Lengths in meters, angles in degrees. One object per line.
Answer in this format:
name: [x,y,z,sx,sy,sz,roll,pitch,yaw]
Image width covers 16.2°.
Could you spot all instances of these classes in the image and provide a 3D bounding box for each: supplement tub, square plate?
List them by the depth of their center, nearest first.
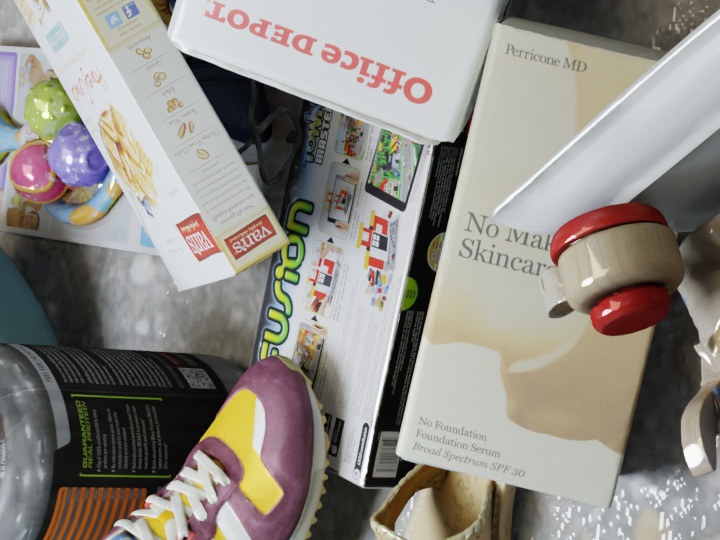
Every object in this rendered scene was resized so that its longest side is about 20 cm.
square plate: [0.179,-0.067,0.972,0.200,0.198,0.029,-41,64,39]
supplement tub: [-0.154,0.101,1.336,0.122,0.200,0.123,-8,80,48]

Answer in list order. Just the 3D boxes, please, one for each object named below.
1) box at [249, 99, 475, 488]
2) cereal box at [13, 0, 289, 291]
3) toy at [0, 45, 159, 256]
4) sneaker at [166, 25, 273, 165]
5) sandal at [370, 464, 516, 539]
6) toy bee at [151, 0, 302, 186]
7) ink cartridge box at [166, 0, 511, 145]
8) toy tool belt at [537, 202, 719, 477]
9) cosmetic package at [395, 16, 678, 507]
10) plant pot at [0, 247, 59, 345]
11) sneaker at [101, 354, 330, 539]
box: [0.000,0.000,1.294,0.110,0.035,0.201,21,103,48]
cereal box: [-0.114,-0.086,1.286,0.200,0.039,0.144,61,165,-4]
toy: [-0.187,-0.076,1.509,0.200,0.047,0.116,9,94,50]
sneaker: [-0.084,-0.157,1.382,0.109,0.070,0.200,-56,46,32]
sandal: [0.036,0.113,1.215,0.078,0.070,0.212,37,114,45]
toy bee: [-0.074,-0.161,1.279,0.108,0.131,0.201,15,77,22]
ink cartridge box: [0.012,-0.178,1.164,0.144,0.084,0.200,21,106,5]
toy tool belt: [0.176,0.033,0.968,0.125,0.199,0.123,132,130,-56]
cosmetic package: [0.088,-0.006,1.131,0.105,0.071,0.201,12,99,5]
plant pot: [-0.248,0.079,1.480,0.135,0.200,0.200,36,119,6]
sneaker: [-0.084,0.135,1.276,0.075,0.090,0.201,32,107,53]
